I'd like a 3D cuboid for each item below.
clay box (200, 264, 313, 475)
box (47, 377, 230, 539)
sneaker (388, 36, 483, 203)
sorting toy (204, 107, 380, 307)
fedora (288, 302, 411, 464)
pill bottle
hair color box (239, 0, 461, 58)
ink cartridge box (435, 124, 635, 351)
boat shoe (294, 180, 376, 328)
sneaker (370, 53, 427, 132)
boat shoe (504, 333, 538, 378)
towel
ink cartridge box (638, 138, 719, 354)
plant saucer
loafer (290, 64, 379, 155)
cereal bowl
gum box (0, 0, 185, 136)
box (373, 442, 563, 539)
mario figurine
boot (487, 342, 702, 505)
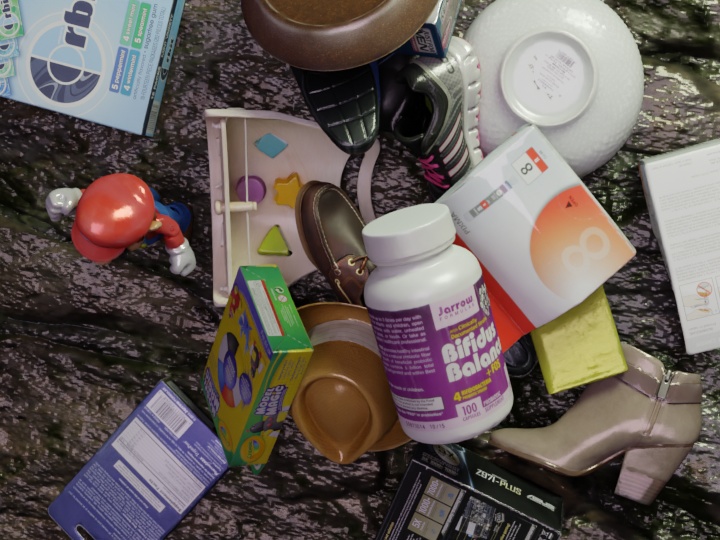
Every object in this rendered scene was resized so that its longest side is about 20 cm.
[{"bbox_3d":[-0.111,0.106,1.139,0.047,0.115,0.201,-1,134,-28],"label":"clay box"},{"bbox_3d":[-0.237,0.230,1.242,0.121,0.032,0.200,44,96,4],"label":"box"},{"bbox_3d":[0.071,-0.126,1.124,0.087,0.074,0.202,-21,125,-25],"label":"sneaker"},{"bbox_3d":[-0.067,-0.076,1.173,0.178,0.107,0.202,-2,109,-6],"label":"sorting toy"},{"bbox_3d":[-0.016,0.127,1.139,0.198,0.082,0.202,9,129,11],"label":"fedora"},{"bbox_3d":[0.066,0.046,1.043,0.111,0.112,0.202,-14,107,8],"label":"pill bottle"},{"bbox_3d":[-0.005,-0.269,1.088,0.198,0.061,0.101,10,70,19],"label":"hair color box"},{"bbox_3d":[0.137,-0.015,1.091,0.200,0.050,0.162,-41,98,0],"label":"ink cartridge box"},{"bbox_3d":[0.000,0.000,1.146,0.070,0.070,0.201,-39,118,-26],"label":"boat shoe"},{"bbox_3d":[0.033,-0.242,1.168,0.077,0.070,0.203,0,87,-15],"label":"sneaker"},{"bbox_3d":[0.099,0.042,1.168,0.199,0.066,0.075,43,97,3],"label":"boat shoe"},{"bbox_3d":[0.202,0.018,1.157,0.085,0.018,0.202,-18,78,13],"label":"towel"},{"bbox_3d":[0.381,-0.033,1.142,0.160,0.050,0.202,-14,99,8],"label":"ink cartridge box"},{"bbox_3d":[-0.020,-0.277,1.044,0.198,0.035,0.202,-5,66,11],"label":"plant saucer"},{"bbox_3d":[-0.028,-0.187,1.134,0.072,0.073,0.201,-17,58,-6],"label":"loafer"},{"bbox_3d":[0.186,-0.188,1.136,0.197,0.083,0.203,0,93,9],"label":"cereal bowl"},{"bbox_3d":[-0.300,-0.252,1.219,0.198,0.045,0.172,15,95,6],"label":"gum box"},{"bbox_3d":[0.093,0.294,1.158,0.162,0.086,0.202,24,106,6],"label":"box"},{"bbox_3d":[-0.239,-0.038,1.143,0.122,0.200,0.107,-9,91,9],"label":"mario figurine"},{"bbox_3d":[0.245,0.143,1.160,0.198,0.070,0.148,18,89,5],"label":"boot"}]
